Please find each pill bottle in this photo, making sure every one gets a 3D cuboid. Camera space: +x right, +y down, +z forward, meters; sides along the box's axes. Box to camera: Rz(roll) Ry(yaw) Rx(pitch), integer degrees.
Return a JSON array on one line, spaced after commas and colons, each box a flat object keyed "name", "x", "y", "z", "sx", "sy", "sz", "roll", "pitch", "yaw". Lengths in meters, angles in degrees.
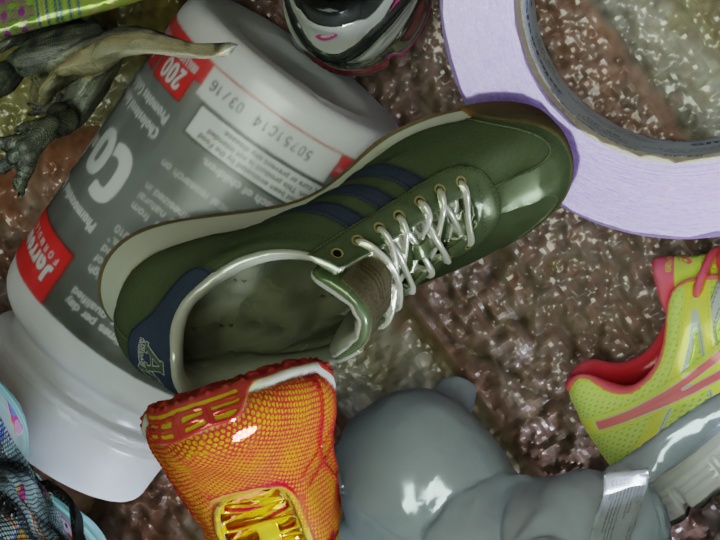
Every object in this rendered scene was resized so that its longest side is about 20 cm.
[{"name": "pill bottle", "x": -0.080, "y": -0.007, "z": 0.992, "sx": 0.114, "sy": 0.114, "sz": 0.200, "roll": 36, "pitch": 103, "yaw": 2}]

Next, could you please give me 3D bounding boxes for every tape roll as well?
[{"name": "tape roll", "x": 0.135, "y": -0.116, "z": 0.964, "sx": 0.199, "sy": 0.066, "sz": 0.201, "roll": 1, "pitch": 99, "yaw": 9}]

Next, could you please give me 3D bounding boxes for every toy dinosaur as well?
[{"name": "toy dinosaur", "x": -0.126, "y": -0.075, "z": 0.943, "sx": 0.088, "sy": 0.200, "sz": 0.048, "roll": -38, "pitch": 109, "yaw": -18}]

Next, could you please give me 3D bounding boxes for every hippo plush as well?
[{"name": "hippo plush", "x": 0.039, "y": 0.125, "z": 0.963, "sx": 0.161, "sy": 0.159, "sz": 0.201, "roll": 29, "pitch": 132, "yaw": 31}]

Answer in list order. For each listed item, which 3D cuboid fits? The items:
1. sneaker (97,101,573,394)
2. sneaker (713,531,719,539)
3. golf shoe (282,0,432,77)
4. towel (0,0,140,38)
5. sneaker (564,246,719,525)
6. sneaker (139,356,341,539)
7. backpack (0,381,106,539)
[{"name": "sneaker", "x": 0.000, "y": 0.000, "z": 0.901, "sx": 0.200, "sy": 0.090, "sz": 0.067, "roll": -19, "pitch": 119, "yaw": -6}, {"name": "sneaker", "x": 0.131, "y": 0.160, "z": 0.879, "sx": 0.081, "sy": 0.088, "sz": 0.200, "roll": 39, "pitch": 106, "yaw": 37}, {"name": "golf shoe", "x": 0.013, "y": -0.182, "z": 0.949, "sx": 0.072, "sy": 0.092, "sz": 0.201, "roll": 9, "pitch": 86, "yaw": 6}, {"name": "towel", "x": -0.110, "y": -0.199, "z": 0.972, "sx": 0.143, "sy": 0.023, "sz": 0.201, "roll": -13, "pitch": 71, "yaw": 9}, {"name": "sneaker", "x": 0.168, "y": 0.017, "z": 0.975, "sx": 0.200, "sy": 0.078, "sz": 0.090, "roll": -44, "pitch": 88, "yaw": 14}, {"name": "sneaker", "x": -0.033, "y": 0.082, "z": 0.868, "sx": 0.073, "sy": 0.200, "sz": 0.077, "roll": -17, "pitch": 72, "yaw": 3}, {"name": "backpack", "x": -0.188, "y": 0.127, "z": 0.905, "sx": 0.175, "sy": 0.154, "sz": 0.200, "roll": -22, "pitch": 135, "yaw": 6}]
